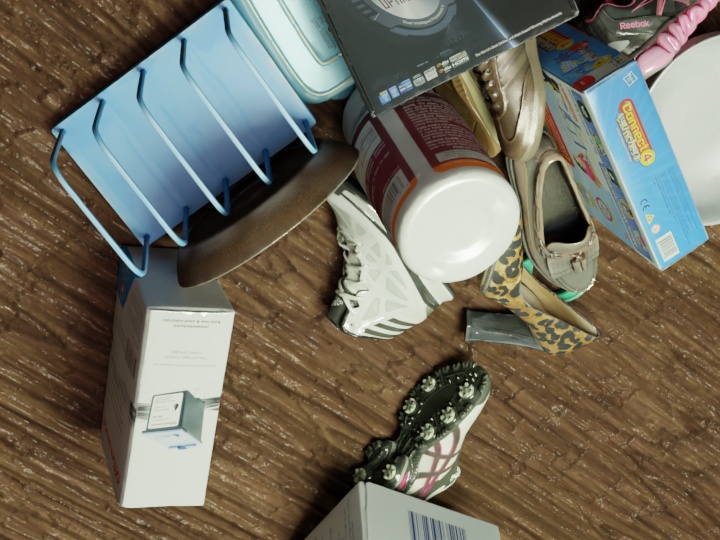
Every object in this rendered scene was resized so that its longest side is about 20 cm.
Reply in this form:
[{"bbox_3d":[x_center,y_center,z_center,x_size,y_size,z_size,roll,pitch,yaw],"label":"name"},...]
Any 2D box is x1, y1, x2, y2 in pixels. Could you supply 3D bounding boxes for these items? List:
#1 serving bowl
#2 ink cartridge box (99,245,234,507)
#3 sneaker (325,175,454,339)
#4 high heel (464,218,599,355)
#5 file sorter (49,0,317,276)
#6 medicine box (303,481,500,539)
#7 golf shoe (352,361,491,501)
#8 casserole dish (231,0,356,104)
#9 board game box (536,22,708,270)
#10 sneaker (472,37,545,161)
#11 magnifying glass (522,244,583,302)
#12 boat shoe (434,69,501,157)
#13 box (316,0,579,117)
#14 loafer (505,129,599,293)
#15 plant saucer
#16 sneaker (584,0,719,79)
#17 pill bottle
[{"bbox_3d":[0.354,-0.151,1.342,0.197,0.066,0.203,-7,115,-15],"label":"serving bowl"},{"bbox_3d":[-0.185,0.097,1.228,0.085,0.147,0.203,1,113,-20],"label":"ink cartridge box"},{"bbox_3d":[0.000,0.000,1.281,0.115,0.076,0.201,-41,126,2],"label":"sneaker"},{"bbox_3d":[0.185,0.012,1.316,0.140,0.072,0.201,5,142,-2],"label":"high heel"},{"bbox_3d":[-0.153,-0.112,1.140,0.199,0.123,0.139,-34,111,7],"label":"file sorter"},{"bbox_3d":[0.027,0.338,1.392,0.181,0.104,0.200,22,129,-25],"label":"medicine box"},{"bbox_3d":[0.078,0.181,1.401,0.088,0.077,0.200,28,110,-37],"label":"golf shoe"},{"bbox_3d":[-0.048,-0.237,1.189,0.120,0.039,0.201,-34,120,-1],"label":"casserole dish"},{"bbox_3d":[0.225,-0.126,1.236,0.056,0.196,0.201,-31,119,-3],"label":"board game box"},{"bbox_3d":[0.119,-0.198,1.186,0.074,0.070,0.203,-6,100,-16],"label":"sneaker"},{"bbox_3d":[0.161,-0.022,1.361,0.198,0.022,0.080,20,105,-24],"label":"magnifying glass"},{"bbox_3d":[0.099,-0.206,1.240,0.072,0.072,0.201,-41,116,-21],"label":"boat shoe"},{"bbox_3d":[0.065,-0.247,1.122,0.198,0.044,0.162,-24,97,8],"label":"box"},{"bbox_3d":[0.197,-0.048,1.308,0.071,0.063,0.201,-31,125,-6],"label":"loafer"},{"bbox_3d":[-0.090,-0.059,1.166,0.199,0.200,0.032,-38,106,1],"label":"plant saucer"},{"bbox_3d":[0.274,-0.253,1.235,0.095,0.200,0.079,44,140,-1],"label":"sneaker"},{"bbox_3d":[0.056,-0.091,1.186,0.113,0.201,0.115,-11,129,-13],"label":"pill bottle"}]
